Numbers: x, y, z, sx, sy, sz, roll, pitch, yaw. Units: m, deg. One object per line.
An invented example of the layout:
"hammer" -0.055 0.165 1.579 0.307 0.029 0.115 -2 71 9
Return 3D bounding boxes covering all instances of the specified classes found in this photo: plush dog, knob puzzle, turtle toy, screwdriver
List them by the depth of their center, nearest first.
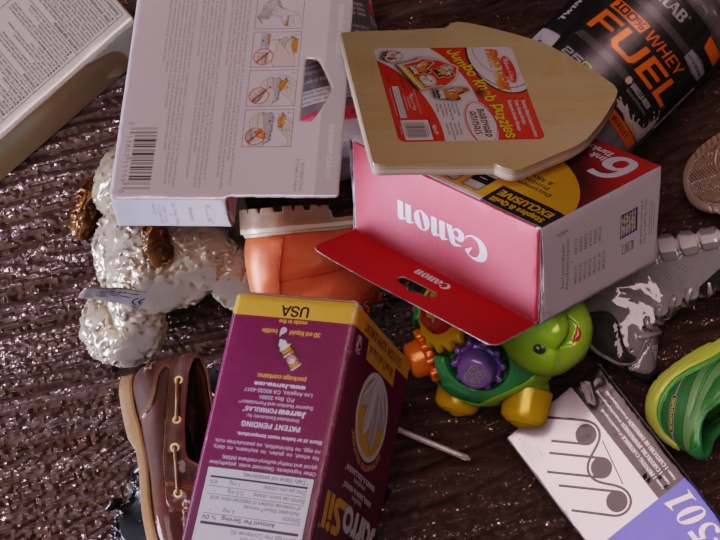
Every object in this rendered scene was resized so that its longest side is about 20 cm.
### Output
"knob puzzle" 0.092 -0.120 1.524 0.217 0.031 0.221 3 37 -2
"turtle toy" 0.107 0.041 1.571 0.199 0.101 0.147 7 81 50
"screwdriver" -0.004 0.112 1.644 0.199 0.029 0.028 21 81 19
"plush dog" -0.161 -0.045 1.664 0.198 0.161 0.173 -22 51 4

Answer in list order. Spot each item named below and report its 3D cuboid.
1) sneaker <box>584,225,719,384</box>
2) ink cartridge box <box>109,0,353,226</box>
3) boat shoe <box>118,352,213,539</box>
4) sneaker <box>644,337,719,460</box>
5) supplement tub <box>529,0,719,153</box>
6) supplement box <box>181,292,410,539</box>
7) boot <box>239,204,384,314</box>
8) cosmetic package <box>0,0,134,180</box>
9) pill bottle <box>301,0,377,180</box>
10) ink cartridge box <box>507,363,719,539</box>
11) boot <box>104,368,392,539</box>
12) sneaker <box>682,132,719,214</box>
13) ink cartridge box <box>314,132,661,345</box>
"sneaker" 0.246 0.030 1.609 0.198 0.075 0.117 -5 81 19
"ink cartridge box" -0.094 -0.127 1.578 0.172 0.044 0.202 1 59 5
"boat shoe" -0.130 0.160 1.568 0.070 0.070 0.202 -20 72 15
"sneaker" 0.311 0.072 1.573 0.200 0.074 0.084 -41 50 4
"supplement tub" 0.207 -0.171 1.630 0.200 0.123 0.123 -45 74 -3
"supplement box" -0.044 0.133 1.514 0.102 0.131 0.202 4 71 21
"boot" 0.000 0.000 1.630 0.198 0.075 0.108 -4 89 -24
"cosmetic package" -0.285 -0.169 1.740 0.200 0.071 0.105 -40 74 -1
"pill bottle" -0.038 -0.181 1.680 0.110 0.111 0.202 -14 75 6
"ink cartridge box" 0.210 0.181 1.586 0.094 0.044 0.200 -38 74 1
"boot" -0.093 0.187 1.622 0.197 0.073 0.163 29 81 22
"sneaker" 0.359 -0.087 1.620 0.199 0.108 0.071 -20 74 36
"ink cartridge box" 0.089 -0.045 1.516 0.175 0.085 0.199 -27 38 -36
